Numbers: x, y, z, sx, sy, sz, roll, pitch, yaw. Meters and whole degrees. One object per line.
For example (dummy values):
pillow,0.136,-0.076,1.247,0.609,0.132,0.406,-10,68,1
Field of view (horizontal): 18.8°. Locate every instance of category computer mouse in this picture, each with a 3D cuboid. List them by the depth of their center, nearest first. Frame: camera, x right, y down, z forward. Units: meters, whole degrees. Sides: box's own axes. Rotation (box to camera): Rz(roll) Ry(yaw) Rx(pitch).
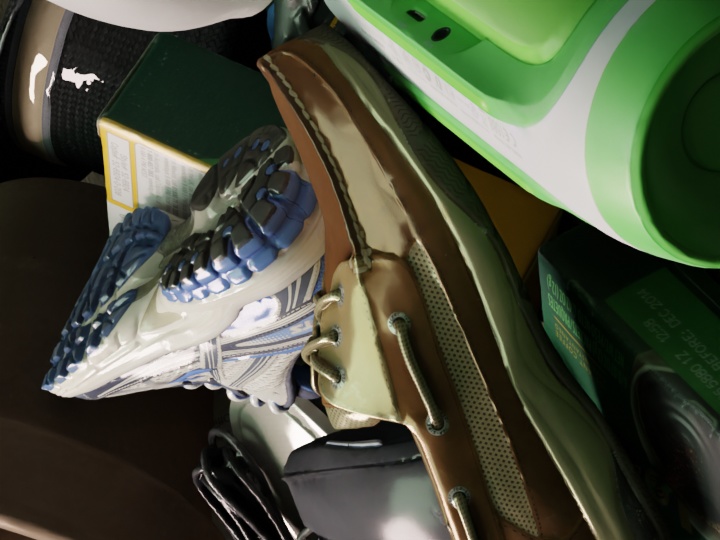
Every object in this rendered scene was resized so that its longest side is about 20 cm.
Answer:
computer mouse,0.018,0.116,0.776,0.199,0.046,0.141,-14,109,48

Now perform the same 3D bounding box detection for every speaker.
speaker,0.055,-0.075,0.613,0.200,0.088,0.089,45,153,53

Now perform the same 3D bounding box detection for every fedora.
fedora,-0.085,-0.097,0.963,0.091,0.201,0.201,30,152,13

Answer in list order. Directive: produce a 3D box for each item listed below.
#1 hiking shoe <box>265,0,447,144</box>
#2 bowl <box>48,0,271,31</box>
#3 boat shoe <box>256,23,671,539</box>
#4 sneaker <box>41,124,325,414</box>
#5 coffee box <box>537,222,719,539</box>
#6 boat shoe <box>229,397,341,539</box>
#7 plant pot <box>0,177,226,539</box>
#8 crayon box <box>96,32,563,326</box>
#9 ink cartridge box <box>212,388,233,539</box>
hiking shoe,-0.008,-0.118,0.823,0.087,0.074,0.201,-88,-13,-45
bowl,-0.036,-0.156,0.653,0.075,0.200,0.200,41,179,-26
boat shoe,0.018,0.022,0.665,0.201,0.074,0.076,59,-179,3
sneaker,-0.049,0.021,0.782,0.085,0.077,0.200,33,153,-19
coffee box,0.111,0.092,0.726,0.123,0.044,0.201,50,157,43
boat shoe,0.033,0.106,0.847,0.200,0.060,0.074,45,146,-3
plant pot,-0.140,0.060,0.938,0.201,0.199,0.176,103,179,-63
crayon box,0.000,0.000,0.830,0.199,0.052,0.126,25,150,11
ink cartridge box,-0.055,0.081,1.062,0.201,0.145,0.083,60,164,24
